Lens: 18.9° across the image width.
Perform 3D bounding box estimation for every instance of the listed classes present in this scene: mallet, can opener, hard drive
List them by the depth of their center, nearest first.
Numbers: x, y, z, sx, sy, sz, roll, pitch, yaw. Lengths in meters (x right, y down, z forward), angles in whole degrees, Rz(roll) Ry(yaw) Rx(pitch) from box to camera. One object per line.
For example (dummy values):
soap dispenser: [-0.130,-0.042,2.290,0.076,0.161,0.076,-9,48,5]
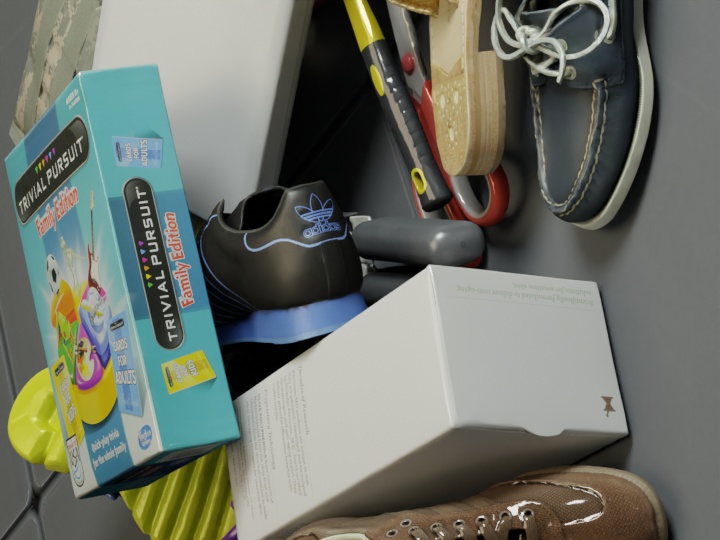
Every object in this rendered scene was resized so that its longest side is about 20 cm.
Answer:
mallet: [-0.001,-0.121,1.141,0.066,0.041,0.201,-27,76,49]
can opener: [0.000,0.000,1.147,0.200,0.067,0.054,-174,73,-68]
hard drive: [-0.087,-0.133,1.176,0.132,0.026,0.201,29,122,29]

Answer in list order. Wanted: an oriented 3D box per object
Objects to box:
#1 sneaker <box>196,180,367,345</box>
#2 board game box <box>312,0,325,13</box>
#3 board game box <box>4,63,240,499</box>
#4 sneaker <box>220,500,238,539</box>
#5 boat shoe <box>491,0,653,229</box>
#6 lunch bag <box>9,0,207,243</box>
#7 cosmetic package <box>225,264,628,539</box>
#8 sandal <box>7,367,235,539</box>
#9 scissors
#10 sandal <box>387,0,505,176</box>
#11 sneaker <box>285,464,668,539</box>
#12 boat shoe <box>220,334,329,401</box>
sneaker: [-0.059,-0.002,1.140,0.200,0.070,0.078,-7,95,58]
board game box: [-0.053,-0.243,1.317,0.103,0.019,0.201,-39,55,50]
board game box: [-0.132,0.010,1.159,0.151,0.047,0.201,-32,69,62]
sneaker: [-0.059,0.195,1.204,0.081,0.088,0.201,48,126,47]
boat shoe: [0.102,-0.121,1.023,0.075,0.062,0.201,13,97,54]
lunch bag: [-0.130,-0.095,1.322,0.200,0.117,0.164,57,140,42]
cosmetic package: [0.027,0.076,1.071,0.200,0.107,0.085,-36,56,47]
sandal: [-0.121,0.120,1.323,0.200,0.087,0.080,29,87,35]
scissors: [0.027,-0.095,1.143,0.201,0.014,0.073,66,147,20]
sandal: [0.023,-0.151,1.070,0.078,0.069,0.213,153,112,-71]
sneaker: [0.042,0.140,1.000,0.199,0.075,0.071,-15,91,25]
boat shoe: [-0.054,0.061,1.233,0.200,0.066,0.070,-6,81,56]
